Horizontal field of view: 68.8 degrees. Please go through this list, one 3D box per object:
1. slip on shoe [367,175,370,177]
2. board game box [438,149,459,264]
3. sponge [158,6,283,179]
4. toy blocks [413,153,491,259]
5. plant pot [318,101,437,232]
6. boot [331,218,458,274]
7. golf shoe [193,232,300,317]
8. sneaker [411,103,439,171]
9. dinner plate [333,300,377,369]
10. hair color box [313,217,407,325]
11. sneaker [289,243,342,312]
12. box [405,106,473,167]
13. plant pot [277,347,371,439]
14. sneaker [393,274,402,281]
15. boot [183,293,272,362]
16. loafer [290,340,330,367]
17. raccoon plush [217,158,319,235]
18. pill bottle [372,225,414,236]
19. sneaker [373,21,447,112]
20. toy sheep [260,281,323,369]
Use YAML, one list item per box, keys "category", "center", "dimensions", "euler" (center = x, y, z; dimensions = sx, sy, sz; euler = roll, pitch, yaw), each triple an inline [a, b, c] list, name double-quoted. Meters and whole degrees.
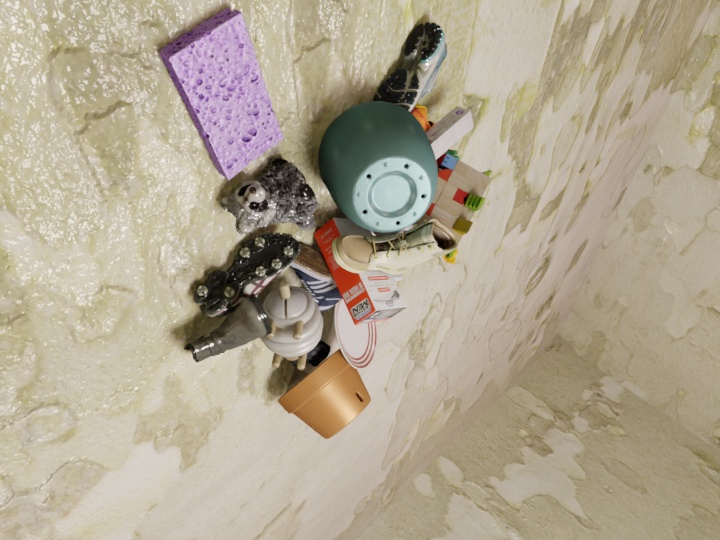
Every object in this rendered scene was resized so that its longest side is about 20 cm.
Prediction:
- category: "slip on shoe"
  center: [0.038, -0.190, 1.017]
  dimensions: [0.200, 0.061, 0.076]
  euler: [-8, 128, -51]
- category: "board game box"
  center: [0.200, -0.136, 1.163]
  dimensions: [0.200, 0.026, 0.201]
  euler: [38, 66, -60]
- category: "sponge"
  center: [-0.178, -0.231, 0.711]
  dimensions: [0.112, 0.030, 0.200]
  euler: [-42, 148, -19]
- category: "toy blocks"
  center: [0.156, -0.143, 1.025]
  dimensions: [0.201, 0.136, 0.100]
  euler: [-62, -175, -7]
- category: "plant pot"
  center: [0.038, -0.156, 0.866]
  dimensions: [0.200, 0.161, 0.201]
  euler: [-5, 123, -8]
- category: "boot"
  center: [0.063, -0.045, 0.934]
  dimensions: [0.200, 0.072, 0.154]
  euler: [8, 159, -44]
- category: "golf shoe"
  center: [-0.191, 0.007, 0.907]
  dimensions: [0.200, 0.077, 0.088]
  euler: [-35, 164, -12]
- category: "sneaker"
  center: [0.135, -0.255, 1.073]
  dimensions: [0.077, 0.073, 0.200]
  euler: [-51, 151, -10]
- category: "dinner plate"
  center: [-0.014, 0.128, 1.210]
  dimensions: [0.200, 0.024, 0.201]
  euler: [32, 53, -53]
- category: "hair color box"
  center: [0.000, 0.000, 1.022]
  dimensions: [0.064, 0.201, 0.111]
  euler: [-37, 159, 31]
- category: "sneaker"
  center: [-0.098, 0.021, 1.039]
  dimensions: [0.108, 0.070, 0.200]
  euler: [-40, 138, 26]
- category: "box"
  center: [0.134, -0.237, 1.004]
  dimensions: [0.200, 0.039, 0.041]
  euler: [-43, 138, -14]
- category: "plant pot"
  center: [-0.069, 0.286, 1.209]
  dimensions: [0.200, 0.140, 0.200]
  euler: [-40, 176, -4]
- category: "sneaker"
  center: [0.014, -0.013, 1.183]
  dimensions: [0.200, 0.075, 0.082]
  euler: [-2, 90, -48]
- category: "boot"
  center: [-0.225, 0.110, 0.878]
  dimensions: [0.130, 0.068, 0.200]
  euler: [-26, 172, -25]
- category: "loafer"
  center: [-0.131, 0.180, 1.158]
  dimensions: [0.071, 0.068, 0.200]
  euler: [-61, 153, -1]
- category: "raccoon plush"
  center: [-0.139, -0.085, 0.862]
  dimensions: [0.134, 0.097, 0.200]
  euler: [-36, 147, -12]
- category: "pill bottle"
  center: [0.105, -0.102, 1.150]
  dimensions: [0.111, 0.111, 0.200]
  euler: [-57, 150, 8]
- category: "sneaker"
  center: [0.098, -0.330, 0.943]
  dimensions: [0.200, 0.078, 0.086]
  euler: [-57, 153, 8]
- category: "toy sheep"
  center: [-0.133, 0.099, 0.993]
  dimensions: [0.138, 0.138, 0.200]
  euler: [-31, 145, -32]
